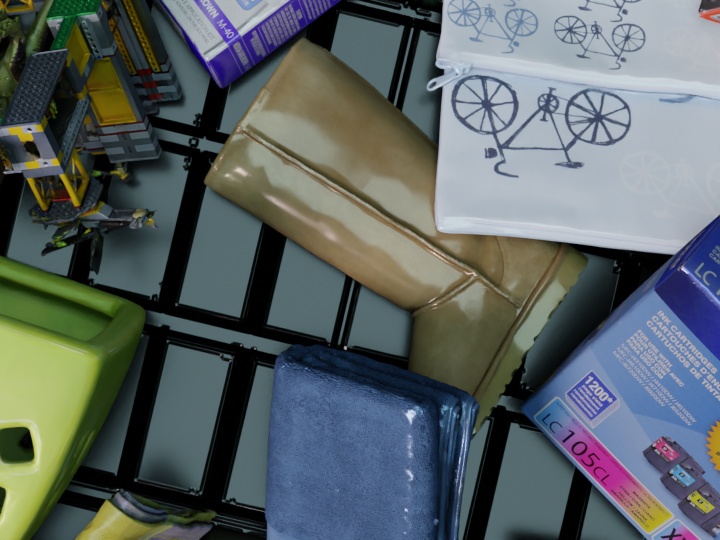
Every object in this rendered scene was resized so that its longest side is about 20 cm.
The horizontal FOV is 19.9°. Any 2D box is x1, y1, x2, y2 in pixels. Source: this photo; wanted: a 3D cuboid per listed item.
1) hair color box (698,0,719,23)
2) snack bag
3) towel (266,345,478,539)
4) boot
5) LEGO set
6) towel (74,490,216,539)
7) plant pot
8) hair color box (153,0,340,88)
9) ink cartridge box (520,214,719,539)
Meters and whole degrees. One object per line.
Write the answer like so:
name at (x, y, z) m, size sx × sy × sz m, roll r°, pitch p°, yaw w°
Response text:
hair color box at (0.294, -0.159, 1.108) m, size 0.199 × 0.061 × 0.102 m, roll 15°, pitch 89°, yaw -13°
snack bag at (0.131, -0.103, 1.114) m, size 0.187 × 0.021 × 0.201 m, roll 7°, pitch 72°, yaw -3°
towel at (-0.001, 0.141, 1.071) m, size 0.111 × 0.048 × 0.201 m, roll 18°, pitch 116°, yaw 31°
boot at (0.000, 0.000, 1.116) m, size 0.200 × 0.066 × 0.176 m, roll 35°, pitch 76°, yaw -1°
LEGO set at (-0.175, -0.073, 1.072) m, size 0.153 × 0.201 × 0.116 m, roll -11°, pitch 131°, yaw 12°
towel at (-0.159, 0.195, 1.065) m, size 0.023 × 0.144 × 0.200 m, roll 40°, pitch 89°, yaw 15°
plant pot at (-0.235, 0.082, 1.043) m, size 0.198 × 0.200 × 0.182 m, roll 19°, pitch 94°, yaw -1°
hair color box at (-0.031, -0.205, 1.109) m, size 0.200 × 0.065 × 0.109 m, roll -37°, pitch 79°, yaw -4°
ink cartridge box at (0.191, 0.056, 1.046) m, size 0.136 × 0.200 × 0.076 m, roll 44°, pitch 50°, yaw 3°
